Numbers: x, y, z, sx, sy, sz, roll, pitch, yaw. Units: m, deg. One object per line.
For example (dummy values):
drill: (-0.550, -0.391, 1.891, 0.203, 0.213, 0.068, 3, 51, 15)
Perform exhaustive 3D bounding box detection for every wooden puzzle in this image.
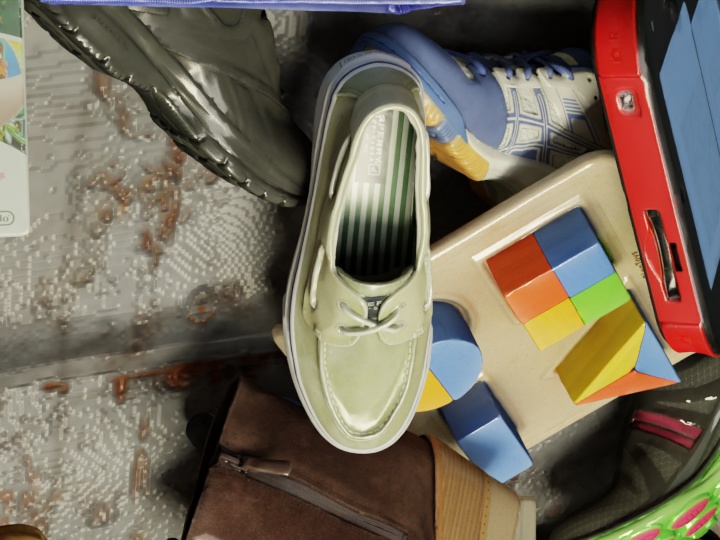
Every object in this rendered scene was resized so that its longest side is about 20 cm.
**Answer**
wooden puzzle: (0.079, 0.042, 1.295, 0.199, 0.046, 0.185, -27, 141, 8)

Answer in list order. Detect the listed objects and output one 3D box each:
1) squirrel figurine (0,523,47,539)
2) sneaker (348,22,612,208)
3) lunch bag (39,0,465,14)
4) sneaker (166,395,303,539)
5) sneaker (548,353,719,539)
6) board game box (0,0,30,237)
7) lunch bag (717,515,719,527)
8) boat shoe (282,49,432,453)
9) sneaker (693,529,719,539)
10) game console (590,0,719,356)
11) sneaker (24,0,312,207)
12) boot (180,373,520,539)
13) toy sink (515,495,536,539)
squirrel figurine: (-0.276, 0.120, 1.146, 0.200, 0.142, 0.186, -49, 122, 2)
sneaker: (0.071, -0.084, 1.261, 0.088, 0.075, 0.200, -55, 137, 0)
lunch bag: (-0.060, -0.189, 1.095, 0.198, 0.094, 0.152, -1, 93, -17)
sneaker: (-0.059, 0.163, 1.287, 0.082, 0.071, 0.201, 1, 79, -24)
sneaker: (0.176, 0.093, 1.407, 0.200, 0.084, 0.077, -43, 154, -6)
board game box: (-0.208, -0.113, 1.020, 0.146, 0.064, 0.202, -2, 95, -7)
lunch bag: (0.291, 0.102, 1.478, 0.200, 0.077, 0.160, -47, 129, 4)
boat shoe: (0.000, 0.000, 1.181, 0.071, 0.062, 0.202, -2, 115, -4)
sneaker: (0.175, 0.208, 1.481, 0.115, 0.076, 0.201, -37, 128, -8)
game console: (0.162, -0.078, 1.248, 0.031, 0.177, 0.201, -2, 122, 25)
sneaker: (-0.068, -0.102, 1.170, 0.091, 0.076, 0.200, -52, 133, -5)
boot: (-0.014, 0.163, 1.237, 0.165, 0.201, 0.072, 21, 151, -15)
toy sink: (0.028, 0.227, 1.351, 0.111, 0.201, 0.131, 6, 148, -3)
